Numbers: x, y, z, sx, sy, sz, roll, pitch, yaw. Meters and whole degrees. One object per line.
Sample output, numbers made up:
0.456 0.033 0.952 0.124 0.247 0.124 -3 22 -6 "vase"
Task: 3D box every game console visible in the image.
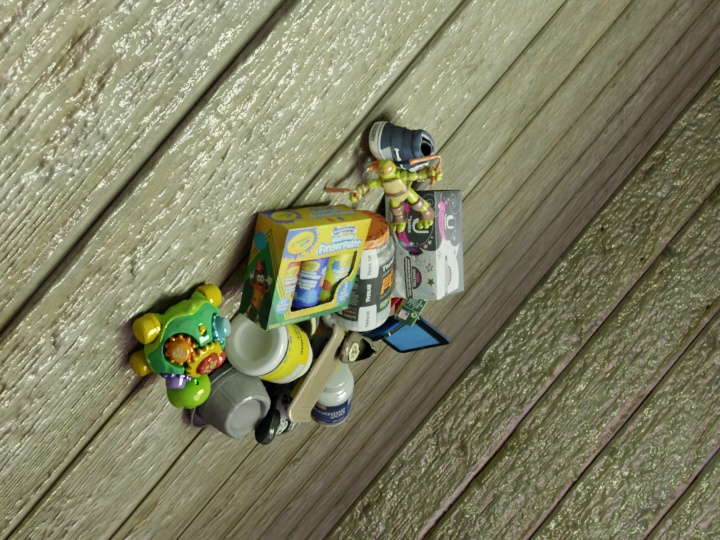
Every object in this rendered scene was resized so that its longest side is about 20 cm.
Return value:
0.076 0.170 1.704 0.170 0.120 0.199 -31 -174 -38 "game console"

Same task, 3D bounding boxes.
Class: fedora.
-0.228 0.250 1.365 0.177 0.090 0.201 -43 159 -17 "fedora"

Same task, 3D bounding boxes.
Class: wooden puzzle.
-0.085 0.206 1.461 0.203 0.037 0.185 -63 168 -6 "wooden puzzle"

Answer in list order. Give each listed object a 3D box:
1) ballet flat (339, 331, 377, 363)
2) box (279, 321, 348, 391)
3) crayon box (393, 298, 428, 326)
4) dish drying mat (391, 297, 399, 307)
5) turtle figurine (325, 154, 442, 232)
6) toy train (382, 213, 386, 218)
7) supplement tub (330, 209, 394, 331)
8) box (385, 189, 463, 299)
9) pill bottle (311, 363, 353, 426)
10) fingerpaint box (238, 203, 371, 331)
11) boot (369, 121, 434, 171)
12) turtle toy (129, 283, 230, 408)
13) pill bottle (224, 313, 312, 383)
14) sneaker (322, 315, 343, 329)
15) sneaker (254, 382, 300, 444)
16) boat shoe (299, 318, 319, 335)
-0.001 0.167 1.530 0.068 0.046 0.200 -66 165 -2 "ballet flat"
-0.101 0.174 1.534 0.199 0.041 0.121 -14 122 -55 "box"
0.127 0.017 1.629 0.128 0.050 0.201 -60 -170 29 "crayon box"
0.075 0.057 1.585 0.077 0.018 0.200 -61 -175 -35 "dish drying mat"
0.053 -0.132 1.206 0.196 0.065 0.162 -16 141 16 "turtle figurine"
0.008 -0.017 1.447 0.149 0.055 0.202 -20 145 -54 "toy train"
0.000 0.000 1.331 0.122 0.122 0.203 -33 141 -36 "supplement tub"
0.127 -0.053 1.413 0.131 0.113 0.205 -13 102 -58 "box"
-0.072 0.280 1.716 0.111 0.111 0.201 -39 157 -25 "pill bottle"
-0.085 -0.010 1.160 0.198 0.073 0.170 -11 123 -51 "fingerpaint box"
0.087 -0.191 1.231 0.199 0.089 0.074 19 84 -68 "boot"
-0.255 0.122 1.072 0.145 0.101 0.202 -31 152 -41 "turtle toy"
-0.154 0.139 1.298 0.113 0.112 0.200 -48 160 -1 "pill bottle"
0.005 0.070 1.565 0.198 0.078 0.112 -32 170 -11 "sneaker"
-0.156 0.294 1.468 0.074 0.088 0.201 -48 -168 18 "sneaker"
-0.089 0.049 1.335 0.064 0.073 0.201 -34 155 -22 "boat shoe"
